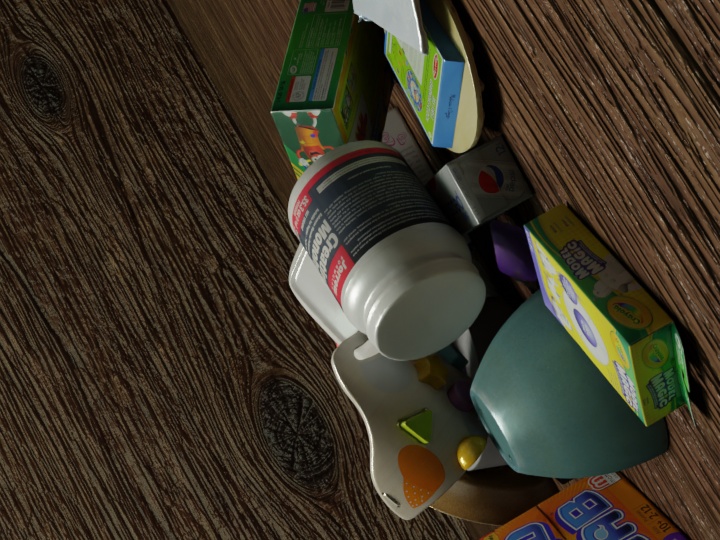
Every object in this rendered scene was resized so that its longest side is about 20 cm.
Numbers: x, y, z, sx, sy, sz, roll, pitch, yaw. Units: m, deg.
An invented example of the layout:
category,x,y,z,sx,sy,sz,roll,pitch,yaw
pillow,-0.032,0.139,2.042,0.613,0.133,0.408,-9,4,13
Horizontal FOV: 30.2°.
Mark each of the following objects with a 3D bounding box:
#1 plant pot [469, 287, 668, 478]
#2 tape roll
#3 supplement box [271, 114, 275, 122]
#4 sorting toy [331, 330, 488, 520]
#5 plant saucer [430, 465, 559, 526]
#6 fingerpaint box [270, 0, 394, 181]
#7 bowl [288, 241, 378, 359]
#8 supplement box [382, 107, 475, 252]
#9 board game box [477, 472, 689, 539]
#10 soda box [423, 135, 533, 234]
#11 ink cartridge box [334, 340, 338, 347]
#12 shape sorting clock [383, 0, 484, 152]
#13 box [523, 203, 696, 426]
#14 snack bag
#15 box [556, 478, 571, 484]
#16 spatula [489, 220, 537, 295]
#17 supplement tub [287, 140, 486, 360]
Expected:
category,x,y,z,sx,sy,sz,roll,pitch,yaw
plant pot,0.188,0.125,1.309,0.200,0.135,0.200,60,174,11
tape roll,0.142,0.132,1.574,0.200,0.066,0.201,174,90,-77
supplement box,-0.027,-0.160,1.860,0.200,0.109,0.110,53,170,47
sorting toy,0.048,0.118,1.386,0.180,0.107,0.200,46,-145,-12
plant saucer,0.150,0.248,1.620,0.200,0.200,0.035,-133,49,-65
fingerpaint box,-0.027,-0.191,1.459,0.167,0.073,0.200,69,-154,-51
bowl,0.000,0.000,1.517,0.200,0.075,0.200,47,126,30
supplement box,0.045,-0.085,1.659,0.200,0.101,0.103,62,173,2
board game box,0.268,0.379,1.469,0.200,0.200,0.200,64,173,-24
soda box,0.112,-0.078,1.349,0.068,0.063,0.200,62,173,1
ink cartridge box,0.008,0.033,1.595,0.200,0.050,0.161,-34,74,40
shape sorting clock,0.066,-0.207,1.261,0.200,0.039,0.200,161,90,-78
box,0.217,0.045,1.147,0.200,0.048,0.117,52,169,45
snack bag,0.015,-0.304,1.204,0.189,0.021,0.200,-133,27,-59
box,0.206,0.159,1.679,0.159,0.048,0.200,64,173,-20
spatula,0.184,0.029,1.412,0.056,0.021,0.200,17,146,44
supplement tub,0.025,-0.022,1.347,0.200,0.140,0.140,57,172,37
